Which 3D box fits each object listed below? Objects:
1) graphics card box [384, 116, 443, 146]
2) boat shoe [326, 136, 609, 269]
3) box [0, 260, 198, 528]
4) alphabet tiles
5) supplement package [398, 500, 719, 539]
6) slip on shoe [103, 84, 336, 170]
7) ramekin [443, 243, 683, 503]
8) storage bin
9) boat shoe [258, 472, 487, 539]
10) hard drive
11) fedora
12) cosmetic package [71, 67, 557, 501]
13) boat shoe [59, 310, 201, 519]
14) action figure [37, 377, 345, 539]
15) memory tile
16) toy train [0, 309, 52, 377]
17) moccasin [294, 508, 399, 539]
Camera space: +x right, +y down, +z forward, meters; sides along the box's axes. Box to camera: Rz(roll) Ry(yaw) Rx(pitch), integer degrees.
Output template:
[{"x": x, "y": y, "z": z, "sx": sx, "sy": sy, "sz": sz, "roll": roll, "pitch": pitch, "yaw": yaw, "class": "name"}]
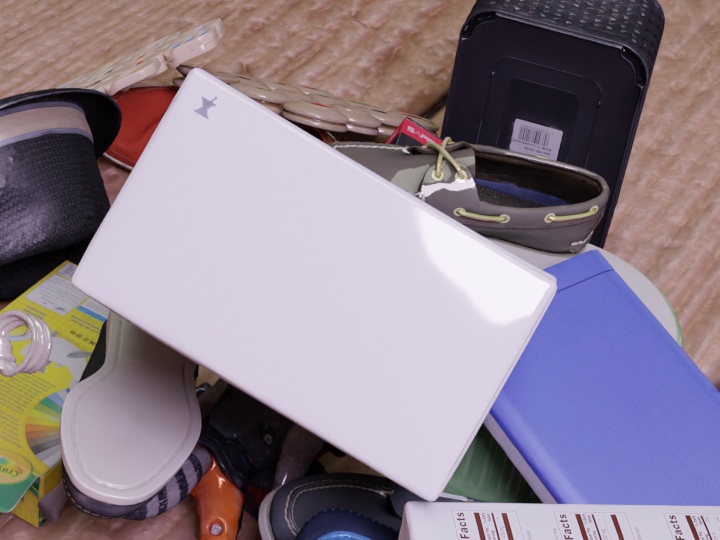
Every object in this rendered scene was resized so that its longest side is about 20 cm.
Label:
[{"x": 0.000, "y": 0.000, "z": 1.096, "sx": 0.051, "sy": 0.126, "sz": 0.201, "roll": 33, "pitch": 35, "yaw": -9, "class": "graphics card box"}, {"x": 0.062, "y": -0.053, "z": 1.040, "sx": 0.199, "sy": 0.061, "sz": 0.073, "roll": 12, "pitch": 40, "yaw": -19, "class": "boat shoe"}, {"x": -0.198, "y": 0.079, "z": 1.020, "sx": 0.116, "sy": 0.049, "sz": 0.200, "roll": 25, "pitch": 37, "yaw": 19, "class": "box"}, {"x": -0.194, "y": -0.138, "z": 1.233, "sx": 0.198, "sy": 0.015, "sz": 0.196, "roll": -23, "pitch": 14, "yaw": 5, "class": "alphabet tiles"}, {"x": 0.112, "y": 0.227, "z": 0.770, "sx": 0.197, "sy": 0.193, "sz": 0.148, "roll": 2, "pitch": 36, "yaw": -9, "class": "supplement package"}, {"x": -0.110, "y": -0.101, "z": 1.246, "sx": 0.197, "sy": 0.075, "sz": 0.061, "roll": 12, "pitch": -8, "yaw": -1, "class": "slip on shoe"}, {"x": 0.113, "y": 0.062, "z": 1.065, "sx": 0.197, "sy": 0.099, "sz": 0.201, "roll": 6, "pitch": 37, "yaw": -5, "class": "ramekin"}, {"x": 0.134, "y": -0.108, "z": 1.208, "sx": 0.134, "sy": 0.202, "sz": 0.094, "roll": 16, "pitch": 37, "yaw": 9, "class": "storage bin"}, {"x": 0.040, "y": 0.145, "z": 0.921, "sx": 0.198, "sy": 0.062, "sz": 0.074, "roll": 16, "pitch": 55, "yaw": -25, "class": "boat shoe"}, {"x": 0.143, "y": 0.083, "z": 0.949, "sx": 0.131, "sy": 0.026, "sz": 0.201, "roll": -21, "pitch": 56, "yaw": -25, "class": "hard drive"}, {"x": -0.233, "y": -0.040, "z": 1.102, "sx": 0.199, "sy": 0.201, "sz": 0.092, "roll": -23, "pitch": 77, "yaw": -36, "class": "fedora"}, {"x": -0.018, "y": 0.012, "z": 0.844, "sx": 0.198, "sy": 0.124, "sz": 0.200, "roll": 31, "pitch": -3, "yaw": 4, "class": "cosmetic package"}, {"x": -0.129, "y": 0.080, "z": 0.896, "sx": 0.073, "sy": 0.061, "sz": 0.201, "roll": 18, "pitch": 26, "yaw": -13, "class": "boat shoe"}, {"x": -0.057, "y": 0.121, "z": 0.953, "sx": 0.199, "sy": 0.105, "sz": 0.193, "roll": 29, "pitch": 50, "yaw": 25, "class": "action figure"}, {"x": -0.039, "y": -0.129, "z": 1.270, "sx": 0.152, "sy": 0.017, "sz": 0.199, "roll": 19, "pitch": 11, "yaw": 27, "class": "memory tile"}, {"x": -0.211, "y": 0.126, "z": 0.899, "sx": 0.148, "sy": 0.203, "sz": 0.056, "roll": -2, "pitch": -9, "yaw": 18, "class": "toy train"}, {"x": 0.033, "y": 0.182, "z": 0.864, "sx": 0.080, "sy": 0.200, "sz": 0.069, "roll": -33, "pitch": 32, "yaw": 18, "class": "moccasin"}]
